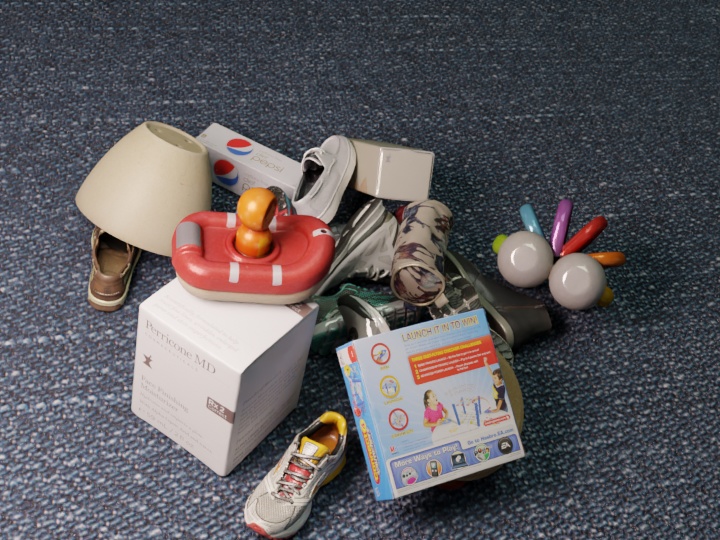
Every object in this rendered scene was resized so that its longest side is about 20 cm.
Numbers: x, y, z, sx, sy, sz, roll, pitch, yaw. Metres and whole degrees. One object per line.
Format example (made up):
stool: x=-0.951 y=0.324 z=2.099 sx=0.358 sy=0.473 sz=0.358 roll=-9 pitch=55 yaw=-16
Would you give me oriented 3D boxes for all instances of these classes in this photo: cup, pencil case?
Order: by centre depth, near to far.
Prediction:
cup: x=-0.296 y=-0.131 z=1.686 sx=0.199 sy=0.144 sz=0.201 roll=24 pitch=17 yaw=-8
pencil case: x=0.093 y=-0.027 z=1.687 sx=0.090 sy=0.077 sz=0.201 roll=48 pitch=28 yaw=-21

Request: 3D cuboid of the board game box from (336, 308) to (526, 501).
board game box: x=0.089 y=0.167 z=1.457 sx=0.198 sy=0.056 sz=0.198 roll=-11 pitch=82 yaw=-26

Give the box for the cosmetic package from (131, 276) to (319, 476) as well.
cosmetic package: x=-0.174 y=0.112 z=1.471 sx=0.164 sy=0.201 sz=0.165 roll=30 pitch=44 yaw=19

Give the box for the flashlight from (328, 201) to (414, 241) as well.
flashlight: x=0.013 y=-0.063 z=1.817 sx=0.198 sy=0.068 sz=0.068 roll=-10 pitch=51 yaw=-18

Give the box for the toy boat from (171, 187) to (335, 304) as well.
toy boat: x=-0.127 y=-0.042 z=1.403 sx=0.198 sy=0.132 sz=0.131 roll=3 pitch=40 yaw=-14

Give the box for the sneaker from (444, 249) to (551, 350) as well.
sneaker: x=0.194 y=0.040 z=1.753 sx=0.106 sy=0.075 sz=0.201 roll=-14 pitch=54 yaw=-37

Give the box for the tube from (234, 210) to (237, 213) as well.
tube: x=-0.182 y=-0.009 z=1.721 sx=0.077 sy=0.051 sz=0.201 roll=3 pitch=46 yaw=6

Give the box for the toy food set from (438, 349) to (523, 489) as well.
toy food set: x=0.128 y=0.183 z=1.529 sx=0.198 sy=0.049 sz=0.200 roll=-10 pitch=81 yaw=-27

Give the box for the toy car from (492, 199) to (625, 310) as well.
toy car: x=0.304 y=-0.030 z=1.752 sx=0.198 sy=0.151 sz=0.175 roll=23 pitch=4 yaw=11

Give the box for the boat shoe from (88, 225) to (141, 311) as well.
boat shoe: x=-0.353 y=-0.036 z=1.676 sx=0.074 sy=0.075 sz=0.203 roll=3 pitch=43 yaw=-12

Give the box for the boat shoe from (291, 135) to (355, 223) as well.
boat shoe: x=-0.063 y=-0.150 z=1.783 sx=0.071 sy=0.069 sz=0.201 roll=-12 pitch=41 yaw=35

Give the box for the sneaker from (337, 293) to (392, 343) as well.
sneaker: x=0.013 y=0.125 z=1.561 sx=0.079 sy=0.074 sz=0.202 roll=-21 pitch=80 yaw=-20

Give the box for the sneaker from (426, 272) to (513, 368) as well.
sneaker: x=0.152 y=0.094 z=1.662 sx=0.076 sy=0.085 sz=0.201 roll=-22 pitch=57 yaw=-8

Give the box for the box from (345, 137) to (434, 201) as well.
box: x=0.035 y=-0.162 z=1.837 sx=0.094 sy=0.079 sz=0.200 roll=4 pitch=9 yaw=-19

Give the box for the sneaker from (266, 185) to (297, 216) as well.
sneaker: x=-0.105 y=-0.028 z=1.726 sx=0.079 sy=0.095 sz=0.202 roll=-20 pitch=57 yaw=23

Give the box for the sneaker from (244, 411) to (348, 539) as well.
sneaker: x=-0.079 y=0.249 z=1.437 sx=0.077 sy=0.083 sz=0.200 roll=25 pitch=44 yaw=13

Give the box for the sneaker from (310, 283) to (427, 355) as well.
sneaker: x=0.005 y=0.052 z=1.671 sx=0.198 sy=0.078 sz=0.092 roll=-11 pitch=54 yaw=-27

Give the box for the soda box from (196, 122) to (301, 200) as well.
soda box: x=-0.172 y=-0.160 z=1.863 sx=0.199 sy=0.069 sz=0.064 roll=26 pitch=43 yaw=13

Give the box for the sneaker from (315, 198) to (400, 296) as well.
sneaker: x=0.000 y=0.000 z=1.731 sx=0.115 sy=0.076 sz=0.201 roll=46 pitch=72 yaw=-16
